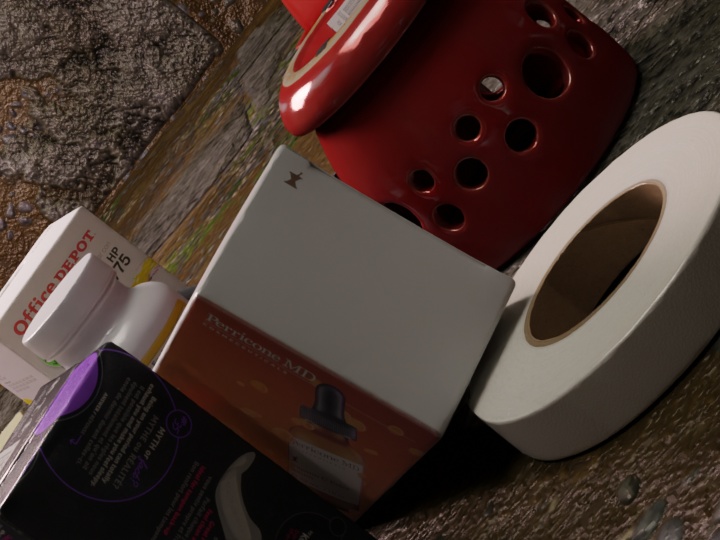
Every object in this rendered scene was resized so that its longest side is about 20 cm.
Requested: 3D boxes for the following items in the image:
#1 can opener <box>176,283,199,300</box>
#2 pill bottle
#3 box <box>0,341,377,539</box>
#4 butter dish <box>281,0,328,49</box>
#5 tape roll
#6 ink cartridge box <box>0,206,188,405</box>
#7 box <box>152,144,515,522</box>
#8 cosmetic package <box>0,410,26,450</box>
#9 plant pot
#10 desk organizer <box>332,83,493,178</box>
[{"bbox_3d":[-0.081,0.007,1.429,0.199,0.067,0.053,-22,30,-1],"label":"can opener"},{"bbox_3d":[-0.139,0.080,1.278,0.112,0.200,0.112,-48,14,16],"label":"pill bottle"},{"bbox_3d":[-0.110,0.154,0.994,0.106,0.200,0.123,-31,24,55],"label":"box"},{"bbox_3d":[-0.046,-0.428,2.367,0.199,0.148,0.201,-38,20,48],"label":"butter dish"},{"bbox_3d":[0.133,0.007,0.919,0.203,0.037,0.203,-47,15,17],"label":"tape roll"},{"bbox_3d":[-0.234,0.067,1.619,0.147,0.200,0.146,-57,15,-20],"label":"ink cartridge box"},{"bbox_3d":[-0.028,0.047,1.014,0.107,0.152,0.200,-61,3,-28],"label":"box"},{"bbox_3d":[-0.181,0.194,1.163,0.200,0.071,0.105,39,93,35],"label":"cosmetic package"},{"bbox_3d":[0.055,-0.119,1.195,0.201,0.182,0.201,-50,14,17],"label":"plant pot"},{"bbox_3d":[0.028,-0.066,1.358,0.200,0.077,0.072,-52,14,2],"label":"desk organizer"}]
